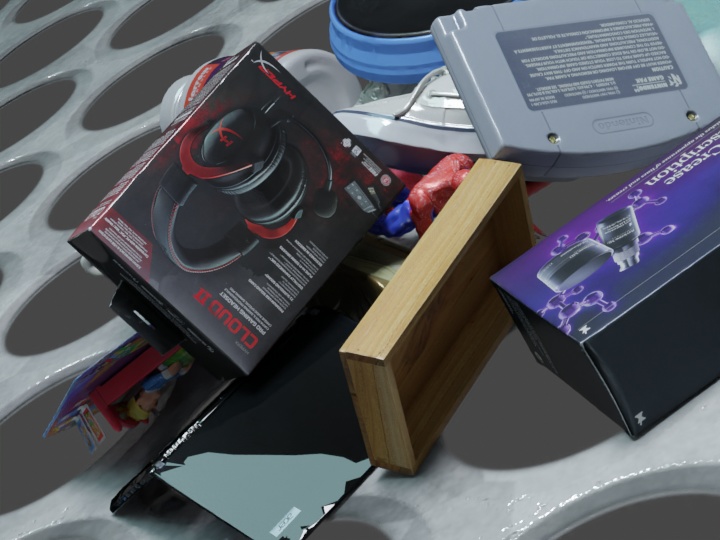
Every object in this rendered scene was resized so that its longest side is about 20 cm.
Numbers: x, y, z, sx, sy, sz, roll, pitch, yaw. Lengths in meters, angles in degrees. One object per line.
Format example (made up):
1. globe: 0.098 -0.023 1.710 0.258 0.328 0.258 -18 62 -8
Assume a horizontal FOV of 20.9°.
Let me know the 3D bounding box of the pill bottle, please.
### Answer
1. pill bottle: -0.095 -0.140 1.759 0.111 0.112 0.200 -45 27 -27

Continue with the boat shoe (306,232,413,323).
1. boat shoe: 0.000 -0.002 1.435 0.063 0.073 0.201 -25 21 -21

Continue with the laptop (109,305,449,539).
1. laptop: -0.059 0.120 1.339 0.177 0.103 0.200 -44 1 -27

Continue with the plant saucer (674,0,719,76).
1. plant saucer: 0.255 -0.191 1.481 0.201 0.039 0.201 -17 34 12

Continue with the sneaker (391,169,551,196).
1. sneaker: 0.088 -0.083 1.478 0.200 0.074 0.087 -22 41 34

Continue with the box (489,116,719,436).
1. box: 0.200 -0.005 1.187 0.200 0.079 0.141 -35 26 -7

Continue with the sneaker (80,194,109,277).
1. sneaker: -0.174 -0.031 1.711 0.200 0.075 0.087 -18 34 46

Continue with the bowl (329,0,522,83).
1. bowl: 0.068 -0.223 1.593 0.200 0.039 0.201 -13 34 9

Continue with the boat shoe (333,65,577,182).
1. boat shoe: 0.073 -0.119 1.420 0.202 0.075 0.086 5 72 28

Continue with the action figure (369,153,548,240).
1. action figure: 0.061 -0.028 1.429 0.065 0.099 0.200 -44 4 -20

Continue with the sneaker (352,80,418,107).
1. sneaker: 0.035 -0.165 1.663 0.200 0.100 0.075 -38 32 -11

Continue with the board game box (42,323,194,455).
1. board game box: -0.149 0.079 1.443 0.158 0.039 0.200 -31 -9 -28

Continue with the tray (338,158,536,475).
1. tray: 0.055 0.026 1.262 0.037 0.099 0.200 11 44 29

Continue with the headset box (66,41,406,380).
1. headset box: -0.091 -0.031 1.336 0.200 0.149 0.075 -50 11 -18

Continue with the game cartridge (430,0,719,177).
1. game cartridge: 0.158 -0.130 1.360 0.200 0.133 0.042 -10 -21 -27
